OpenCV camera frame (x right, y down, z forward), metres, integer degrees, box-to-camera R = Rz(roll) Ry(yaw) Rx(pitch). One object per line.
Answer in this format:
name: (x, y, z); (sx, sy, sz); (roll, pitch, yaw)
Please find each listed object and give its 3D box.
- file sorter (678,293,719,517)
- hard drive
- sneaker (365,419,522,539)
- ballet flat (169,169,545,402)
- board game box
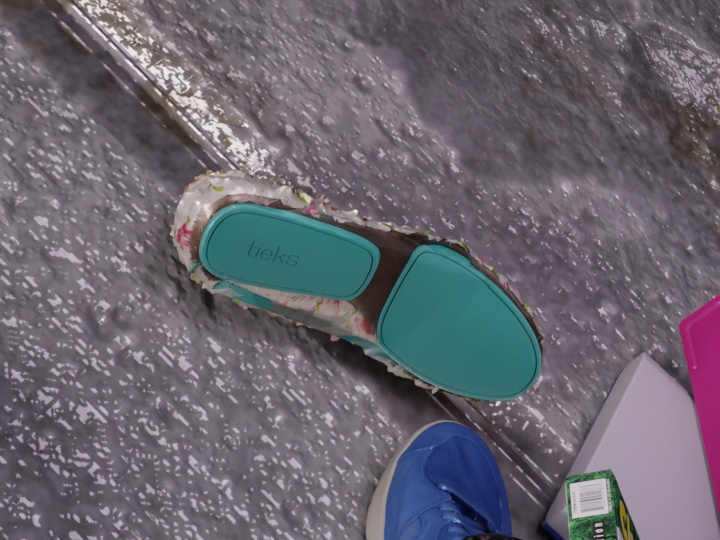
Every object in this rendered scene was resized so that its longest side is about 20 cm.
file sorter: (0.265, 0.091, 0.897); (0.125, 0.139, 0.201); (20, 47, -31)
hard drive: (0.190, 0.148, 0.910); (0.200, 0.025, 0.132); (42, 41, -4)
sneaker: (0.051, 0.127, 0.751); (0.077, 0.111, 0.200); (31, 43, -15)
ballet flat: (0.000, 0.000, 0.849); (0.200, 0.076, 0.064); (27, 11, -27)
board game box: (0.119, 0.177, 0.744); (0.200, 0.023, 0.105); (62, 24, -47)
